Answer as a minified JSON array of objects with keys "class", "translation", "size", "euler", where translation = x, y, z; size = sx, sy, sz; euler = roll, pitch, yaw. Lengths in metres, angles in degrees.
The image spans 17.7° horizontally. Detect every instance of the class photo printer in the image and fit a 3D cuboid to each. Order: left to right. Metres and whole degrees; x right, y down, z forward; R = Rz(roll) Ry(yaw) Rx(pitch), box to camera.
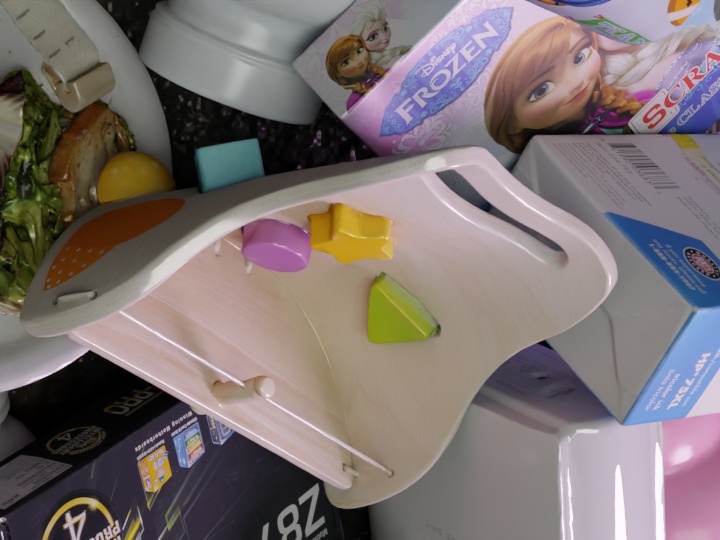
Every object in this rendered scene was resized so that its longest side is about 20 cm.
[{"class":"photo printer","translation":[0.069,0.134,1.045],"size":[0.069,0.166,0.202],"euler":[-17,114,-30]}]

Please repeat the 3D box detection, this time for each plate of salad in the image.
[{"class":"plate of salad","translation":[-0.171,-0.048,0.948],"size":[0.198,0.048,0.202],"euler":[4,77,-19]}]

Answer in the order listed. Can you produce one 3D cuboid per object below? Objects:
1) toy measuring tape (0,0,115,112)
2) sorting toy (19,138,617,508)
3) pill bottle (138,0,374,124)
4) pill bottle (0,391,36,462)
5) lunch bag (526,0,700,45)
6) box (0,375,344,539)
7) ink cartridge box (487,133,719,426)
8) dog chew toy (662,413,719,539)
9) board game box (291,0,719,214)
[{"class":"toy measuring tape","translation":[-0.178,-0.128,0.927],"size":[0.074,0.074,0.200],"euler":[-42,83,3]},{"class":"sorting toy","translation":[0.000,0.000,0.927],"size":[0.179,0.108,0.200],"euler":[-17,145,34]},{"class":"pill bottle","translation":[-0.022,-0.168,0.947],"size":[0.111,0.112,0.201],"euler":[17,103,-18]},{"class":"pill bottle","translation":[-0.185,0.130,1.009],"size":[0.113,0.114,0.202],"euler":[-13,110,-9]},{"class":"lunch bag","translation":[0.097,-0.192,0.842],"size":[0.075,0.160,0.201],"euler":[22,98,-52]},{"class":"box","translation":[-0.086,0.131,1.007],"size":[0.200,0.049,0.163],"euler":[-32,121,-47]},{"class":"ink cartridge box","translation":[0.160,-0.001,1.015],"size":[0.199,0.116,0.068],"euler":[-3,132,-43]},{"class":"dog chew toy","translation":[0.150,0.126,1.088],"size":[0.124,0.125,0.201],"euler":[-21,103,-5]},{"class":"board game box","translation":[0.094,-0.102,0.983],"size":[0.200,0.041,0.199],"euler":[-45,145,4]}]
